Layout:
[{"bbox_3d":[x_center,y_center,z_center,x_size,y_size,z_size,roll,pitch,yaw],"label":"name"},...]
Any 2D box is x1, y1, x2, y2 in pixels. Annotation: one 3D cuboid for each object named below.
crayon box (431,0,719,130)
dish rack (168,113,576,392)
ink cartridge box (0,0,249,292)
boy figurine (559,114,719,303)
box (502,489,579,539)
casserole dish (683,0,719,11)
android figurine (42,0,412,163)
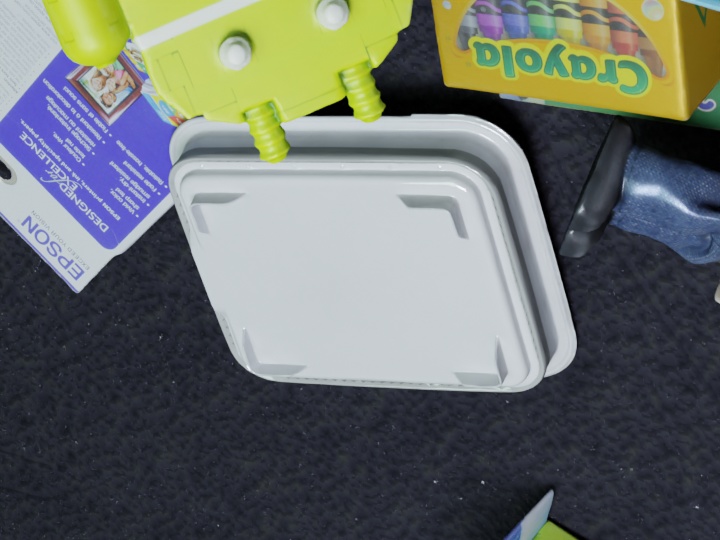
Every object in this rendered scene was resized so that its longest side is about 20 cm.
[{"bbox_3d":[0.092,-0.143,1.125,0.125,0.052,0.201,10,128,30],"label":"crayon box"},{"bbox_3d":[0.000,0.000,1.303,0.199,0.044,0.172,2,132,26],"label":"dish rack"},{"bbox_3d":[-0.164,-0.111,1.364,0.198,0.043,0.200,46,134,-4],"label":"ink cartridge box"},{"bbox_3d":[0.193,-0.003,1.163,0.199,0.065,0.124,24,161,1],"label":"boy figurine"},{"bbox_3d":[0.072,0.228,1.399,0.048,0.122,0.200,30,135,18],"label":"box"},{"bbox_3d":[0.138,-0.167,1.011,0.199,0.039,0.121,19,131,21],"label":"casserole dish"},{"bbox_3d":[-0.052,-0.146,1.094,0.182,0.041,0.201,-21,105,-3],"label":"android figurine"}]
